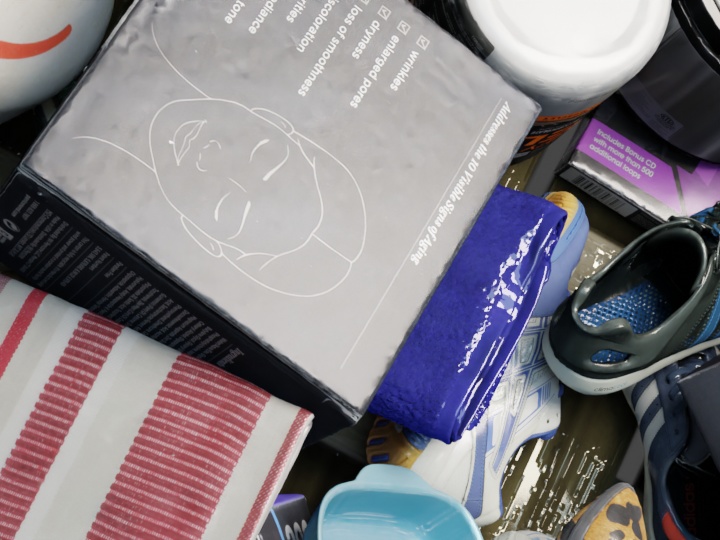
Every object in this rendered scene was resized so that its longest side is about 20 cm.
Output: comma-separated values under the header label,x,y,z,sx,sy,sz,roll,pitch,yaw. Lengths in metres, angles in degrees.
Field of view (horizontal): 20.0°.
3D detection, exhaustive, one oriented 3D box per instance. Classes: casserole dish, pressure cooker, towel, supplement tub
label,x,y,z,sx,sy,sz,roll,pitch,yaw
casserole dish,0.023,0.202,1.073,0.121,0.039,0.201,10,60,-39
pressure cooker,0.236,-0.156,1.128,0.175,0.200,0.180,9,78,-9
towel,-0.139,0.090,0.951,0.199,0.023,0.145,23,73,11
supplement tub,0.080,-0.128,1.122,0.122,0.200,0.123,3,78,-13
towel,0.000,0.000,1.131,0.199,0.050,0.148,23,70,20

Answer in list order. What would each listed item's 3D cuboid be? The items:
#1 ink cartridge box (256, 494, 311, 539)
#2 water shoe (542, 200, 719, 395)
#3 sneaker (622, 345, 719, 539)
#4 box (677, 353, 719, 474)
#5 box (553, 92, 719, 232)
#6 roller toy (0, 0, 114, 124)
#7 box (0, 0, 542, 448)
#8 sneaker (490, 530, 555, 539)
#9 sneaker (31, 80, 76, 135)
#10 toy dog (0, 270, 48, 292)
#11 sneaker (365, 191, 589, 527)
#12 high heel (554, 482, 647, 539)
label,x,y,z,sx,sy,sz,roll,pitch,yaw
ink cartridge box,-0.059,0.171,1.048,0.043,0.198,0.201,-19,84,12
water shoe,0.191,0.003,1.138,0.199,0.079,0.072,-32,70,-26
sneaker,0.193,0.076,1.175,0.074,0.085,0.201,-9,83,-14
box,0.282,0.085,1.131,0.200,0.104,0.149,-18,82,-56
box,0.225,-0.107,1.238,0.142,0.036,0.201,31,75,-6
roller toy,-0.221,-0.158,1.048,0.199,0.139,0.184,7,72,-45
box,-0.051,-0.049,1.010,0.196,0.124,0.201,36,65,-9
sneaker,0.081,0.245,1.134,0.072,0.072,0.201,19,84,-43
sneaker,-0.111,-0.035,1.109,0.079,0.078,0.200,-36,72,-17
toy dog,-0.182,0.102,1.038,0.139,0.194,0.201,-25,93,-3
sneaker,0.083,0.052,1.171,0.088,0.075,0.201,37,77,-21
high heel,0.159,0.208,1.118,0.200,0.071,0.143,36,72,-46
